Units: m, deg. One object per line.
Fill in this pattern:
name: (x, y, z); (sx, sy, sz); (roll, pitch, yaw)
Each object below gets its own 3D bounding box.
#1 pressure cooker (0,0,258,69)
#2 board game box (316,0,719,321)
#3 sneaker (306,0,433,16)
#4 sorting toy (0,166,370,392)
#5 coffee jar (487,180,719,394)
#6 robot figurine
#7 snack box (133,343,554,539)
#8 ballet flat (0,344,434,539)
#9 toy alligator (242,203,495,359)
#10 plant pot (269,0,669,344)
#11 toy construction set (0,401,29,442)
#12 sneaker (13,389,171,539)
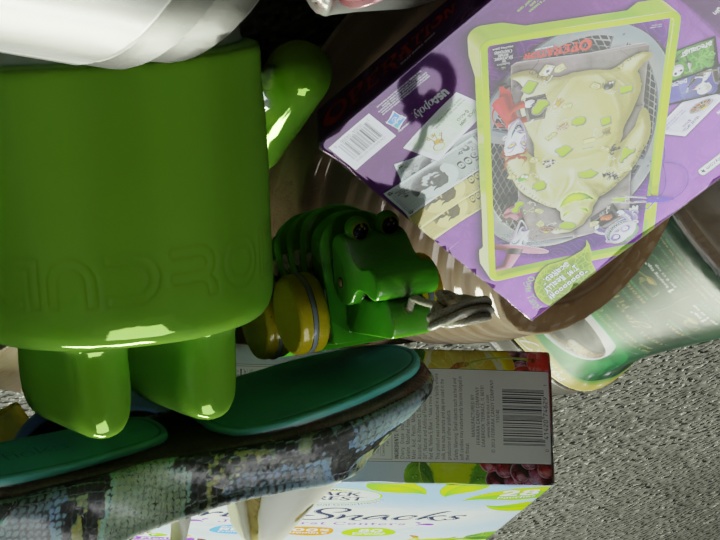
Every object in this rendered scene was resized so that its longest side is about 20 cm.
pressure cooker: (-0.094, -0.145, 0.696); (0.199, 0.177, 0.179); (8, 142, -31)
board game box: (0.095, -0.076, 0.913); (0.200, 0.032, 0.120); (-38, 117, 23)
sneaker: (-0.012, -0.151, 0.849); (0.075, 0.105, 0.200); (-23, 156, 17)
sorting toy: (-0.056, -0.011, 1.175); (0.200, 0.070, 0.198); (-32, 153, 29)
coffee jar: (0.129, -0.006, 1.228); (0.085, 0.104, 0.200); (-48, -168, -31)
robot figurine: (-0.092, -0.044, 0.938); (0.175, 0.201, 0.116); (-9, -169, -24)
snack box: (-0.028, 0.083, 1.166); (0.199, 0.068, 0.169); (1, 164, -11)
ballet flat: (-0.064, 0.082, 0.988); (0.199, 0.075, 0.074); (-13, 157, -16)
toy alligator: (0.000, 0.000, 0.959); (0.059, 0.055, 0.200); (-10, 179, -22)
plant pot: (0.065, -0.040, 1.061); (0.200, 0.093, 0.201); (-27, 139, -27)
toy construction set: (-0.215, 0.123, 1.153); (0.199, 0.093, 0.131); (-18, -169, 4)
sneaker: (-0.140, 0.122, 1.037); (0.200, 0.078, 0.070); (-39, 118, 17)
